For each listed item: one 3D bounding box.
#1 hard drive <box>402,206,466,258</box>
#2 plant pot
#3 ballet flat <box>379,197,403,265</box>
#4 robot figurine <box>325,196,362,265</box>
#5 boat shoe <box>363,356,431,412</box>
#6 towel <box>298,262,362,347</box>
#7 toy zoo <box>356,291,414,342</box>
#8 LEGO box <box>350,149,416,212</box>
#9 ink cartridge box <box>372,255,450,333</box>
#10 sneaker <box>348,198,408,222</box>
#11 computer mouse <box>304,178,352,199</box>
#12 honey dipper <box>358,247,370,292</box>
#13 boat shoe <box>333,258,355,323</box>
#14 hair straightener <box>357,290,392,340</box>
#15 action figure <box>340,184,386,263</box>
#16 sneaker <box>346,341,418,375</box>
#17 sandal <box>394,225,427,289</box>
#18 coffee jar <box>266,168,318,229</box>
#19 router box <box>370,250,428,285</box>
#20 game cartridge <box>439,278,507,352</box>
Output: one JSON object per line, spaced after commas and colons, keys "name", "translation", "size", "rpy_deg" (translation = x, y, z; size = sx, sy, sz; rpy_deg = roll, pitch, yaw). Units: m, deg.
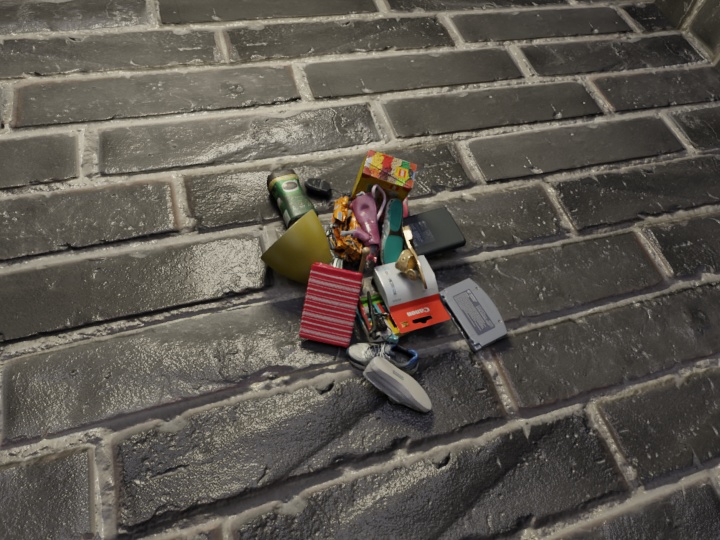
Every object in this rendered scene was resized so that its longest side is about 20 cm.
{"name": "hard drive", "translation": [0.201, -0.110, 1.562], "size": [0.196, 0.033, 0.141], "rpy_deg": [-16, 62, -20]}
{"name": "plant pot", "translation": [-0.162, -0.048, 1.462], "size": [0.143, 0.199, 0.200], "rpy_deg": [49, 60, -6]}
{"name": "ballet flat", "translation": [0.089, -0.105, 1.509], "size": [0.070, 0.072, 0.205], "rpy_deg": [8, 86, -3]}
{"name": "robot figurine", "translation": [-0.037, -0.116, 1.552], "size": [0.144, 0.058, 0.203], "rpy_deg": [31, 45, -33]}
{"name": "boat shoe", "translation": [0.092, 0.302, 1.330], "size": [0.198, 0.069, 0.072], "rpy_deg": [36, 27, -15]}
{"name": "towel", "translation": [-0.079, 0.091, 1.392], "size": [0.141, 0.022, 0.205], "rpy_deg": [11, 91, 0]}
{"name": "toy zoo", "translation": [0.061, 0.128, 1.422], "size": [0.128, 0.021, 0.201], "rpy_deg": [-12, 37, -16]}
{"name": "LEGO box", "translation": [0.063, -0.252, 1.529], "size": [0.146, 0.200, 0.079], "rpy_deg": [16, 72, -7]}
{"name": "ink cartridge box", "translation": [0.140, 0.059, 1.420], "size": [0.157, 0.048, 0.202], "rpy_deg": [-13, 52, -19]}
{"name": "sneaker", "translation": [0.061, -0.193, 1.644], "size": [0.195, 0.074, 0.088], "rpy_deg": [-1, 58, -10]}
{"name": "computer mouse", "translation": [-0.087, -0.250, 1.686], "size": [0.196, 0.034, 0.059], "rpy_deg": [17, 39, -5]}
{"name": "honey dipper", "translation": [0.000, 0.000, 1.432], "size": [0.037, 0.202, 0.039], "rpy_deg": [4, 55, -6]}
{"name": "boat shoe", "translation": [-0.047, 0.061, 1.459], "size": [0.060, 0.073, 0.204], "rpy_deg": [-3, 65, 2]}
{"name": "hair straightener", "translation": [0.041, 0.117, 1.380], "size": [0.075, 0.042, 0.201], "rpy_deg": [-8, 31, -11]}
{"name": "action figure", "translation": [0.033, -0.110, 1.464], "size": [0.147, 0.133, 0.204], "rpy_deg": [-28, 55, 26]}
{"name": "sneaker", "translation": [0.061, 0.216, 1.372], "size": [0.195, 0.086, 0.078], "rpy_deg": [8, 56, -3]}
{"name": "sandal", "translation": [0.125, -0.026, 1.426], "size": [0.068, 0.078, 0.215], "rpy_deg": [-16, 52, 5]}
{"name": "coffee jar", "translation": [-0.212, -0.218, 1.605], "size": [0.102, 0.086, 0.202], "rpy_deg": [-17, 62, -25]}
{"name": "router box", "translation": [0.125, -0.032, 1.556], "size": [0.147, 0.063, 0.203], "rpy_deg": [17, 56, 0]}
{"name": "game cartridge", "translation": [0.327, 0.123, 1.507], "size": [0.131, 0.041, 0.202], "rpy_deg": [-22, 64, -18]}
